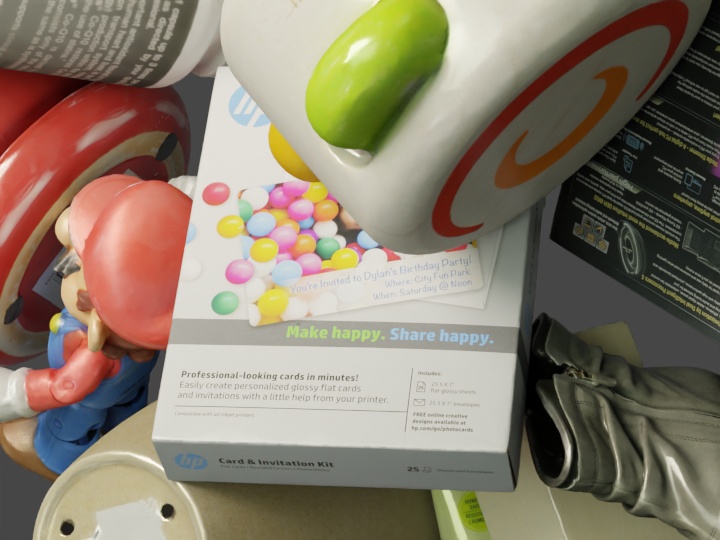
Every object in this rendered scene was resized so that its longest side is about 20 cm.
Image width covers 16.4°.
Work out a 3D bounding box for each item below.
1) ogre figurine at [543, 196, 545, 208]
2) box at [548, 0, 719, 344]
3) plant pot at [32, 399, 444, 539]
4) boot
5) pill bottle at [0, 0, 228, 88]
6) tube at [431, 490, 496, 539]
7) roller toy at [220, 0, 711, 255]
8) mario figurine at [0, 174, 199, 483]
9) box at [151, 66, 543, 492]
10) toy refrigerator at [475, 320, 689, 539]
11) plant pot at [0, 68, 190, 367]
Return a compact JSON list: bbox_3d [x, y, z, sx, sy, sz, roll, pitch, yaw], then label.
[{"bbox_3d":[0.036,-0.125,1.216,0.120,0.098,0.200,0,104,9],"label":"ogre figurine"},{"bbox_3d":[0.180,-0.044,1.076,0.200,0.044,0.160,33,124,38],"label":"box"},{"bbox_3d":[-0.062,0.128,1.193,0.187,0.200,0.187,-1,88,26],"label":"plant pot"},{"bbox_3d":[0.134,0.102,1.076,0.068,0.131,0.200,-63,26,27],"label":"boot"},{"bbox_3d":[-0.130,-0.146,1.164,0.114,0.200,0.114,-21,66,59],"label":"pill bottle"},{"bbox_3d":[0.073,0.168,1.200,0.052,0.058,0.200,-9,86,17],"label":"tube"},{"bbox_3d":[0.040,-0.111,1.036,0.182,0.200,0.140,-38,74,-8],"label":"roller toy"},{"bbox_3d":[-0.130,0.015,1.221,0.200,0.106,0.124,119,162,-51],"label":"mario figurine"},{"bbox_3d":[0.000,0.000,1.114,0.156,0.041,0.200,2,57,10],"label":"box"},{"bbox_3d":[0.112,0.133,1.165,0.070,0.076,0.200,-38,69,57],"label":"toy refrigerator"},{"bbox_3d":[-0.201,-0.065,1.271,0.182,0.200,0.200,37,104,20],"label":"plant pot"}]
